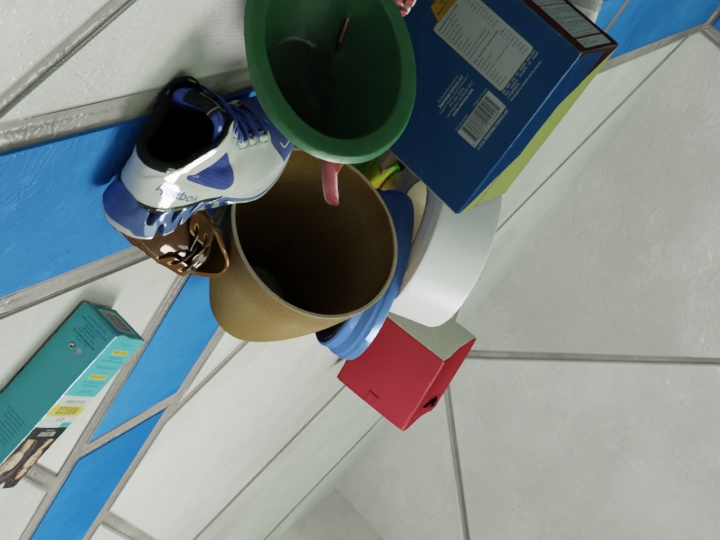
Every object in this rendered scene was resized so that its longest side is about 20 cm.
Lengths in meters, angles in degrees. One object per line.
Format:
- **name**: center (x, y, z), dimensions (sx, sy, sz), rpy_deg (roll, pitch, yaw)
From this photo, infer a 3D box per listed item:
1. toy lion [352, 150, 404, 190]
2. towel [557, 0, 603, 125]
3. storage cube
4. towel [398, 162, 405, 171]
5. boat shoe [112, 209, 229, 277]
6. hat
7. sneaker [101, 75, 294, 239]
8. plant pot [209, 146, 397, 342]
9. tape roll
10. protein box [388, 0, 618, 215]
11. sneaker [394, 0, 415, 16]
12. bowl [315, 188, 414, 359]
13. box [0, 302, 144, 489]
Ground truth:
- **toy lion**: center (-0.027, -0.091, 1.451), dimensions (0.191, 0.069, 0.200), rpy_deg (-38, 167, -7)
- **towel**: center (0.169, -0.262, 1.235), dimensions (0.024, 0.145, 0.203), rpy_deg (-16, 127, -64)
- **storage cube**: center (0.090, 0.170, 2.369), dimensions (0.170, 0.199, 0.181), rpy_deg (-25, 149, -59)
- **towel**: center (0.015, -0.064, 1.568), dimensions (0.201, 0.022, 0.147), rpy_deg (-51, -150, 12)
- **boat shoe**: center (-0.164, -0.035, 1.105), dimensions (0.072, 0.068, 0.200), rpy_deg (-46, 168, 0)
- **hat**: center (-0.062, -0.151, 1.029), dimensions (0.164, 0.203, 0.175), rpy_deg (-16, -177, -34)
- **sneaker**: center (-0.119, -0.108, 1.001), dimensions (0.199, 0.081, 0.116), rpy_deg (-34, 165, -41)
- **plant pot**: center (-0.085, -0.002, 1.288), dimensions (0.186, 0.187, 0.200), rpy_deg (-38, 178, -35)
- **tape roll**: center (0.081, -0.044, 1.357), dimensions (0.202, 0.070, 0.205), rpy_deg (-160, -91, -74)
- **protein box**: center (0.103, -0.203, 1.182), dimensions (0.199, 0.200, 0.135), rpy_deg (-53, 166, 27)
- **sneaker**: center (0.037, -0.285, 0.998), dimensions (0.200, 0.080, 0.075), rpy_deg (-53, -173, 48)
- **bowl**: center (0.000, 0.000, 1.377), dimensions (0.202, 0.039, 0.202), rpy_deg (-90, -154, -49)
- **box**: center (-0.304, 0.123, 1.170), dimensions (0.200, 0.049, 0.082), rpy_deg (-48, 168, 2)
